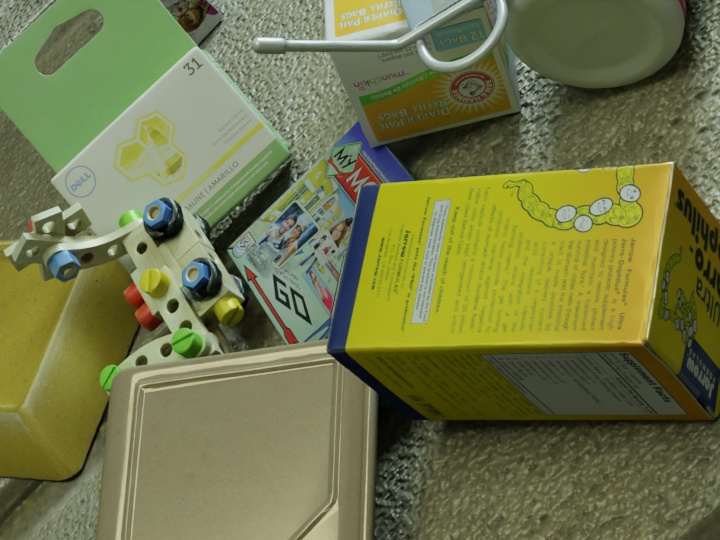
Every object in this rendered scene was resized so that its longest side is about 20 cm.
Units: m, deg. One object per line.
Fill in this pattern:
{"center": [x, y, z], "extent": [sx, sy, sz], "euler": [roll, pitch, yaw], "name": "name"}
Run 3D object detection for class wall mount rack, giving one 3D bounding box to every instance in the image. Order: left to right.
{"center": [0.012, -0.200, 1.247], "extent": [0.173, 0.075, 0.201], "euler": [-28, 46, 15], "name": "wall mount rack"}

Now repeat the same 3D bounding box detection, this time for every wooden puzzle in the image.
{"center": [-0.075, 0.137, 1.214], "extent": [0.198, 0.037, 0.186], "euler": [-11, 59, 24], "name": "wooden puzzle"}

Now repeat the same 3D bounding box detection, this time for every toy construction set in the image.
{"center": [-0.149, 0.027, 1.350], "extent": [0.131, 0.092, 0.200], "euler": [-42, 69, 11], "name": "toy construction set"}

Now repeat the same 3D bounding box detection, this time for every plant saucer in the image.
{"center": [-0.255, 0.051, 1.476], "extent": [0.199, 0.048, 0.201], "euler": [-2, 58, 40], "name": "plant saucer"}

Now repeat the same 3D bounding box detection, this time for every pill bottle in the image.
{"center": [0.156, -0.228, 1.281], "extent": [0.115, 0.116, 0.201], "euler": [-14, 51, 33], "name": "pill bottle"}

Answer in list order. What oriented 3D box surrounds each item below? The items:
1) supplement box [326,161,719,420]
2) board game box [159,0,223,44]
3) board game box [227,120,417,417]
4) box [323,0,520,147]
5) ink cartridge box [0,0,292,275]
{"center": [0.099, 0.016, 1.127], "extent": [0.199, 0.109, 0.110], "euler": [-2, 64, 31], "name": "supplement box"}
{"center": [-0.221, -0.283, 1.588], "extent": [0.041, 0.200, 0.200], "euler": [-46, 40, 2], "name": "board game box"}
{"center": [0.000, 0.000, 1.308], "extent": [0.135, 0.029, 0.200], "euler": [-44, 41, 6], "name": "board game box"}
{"center": [0.038, -0.198, 1.352], "extent": [0.112, 0.102, 0.201], "euler": [-12, 50, 12], "name": "box"}
{"center": [-0.165, -0.110, 1.421], "extent": [0.145, 0.200, 0.048], "euler": [-41, 1, 4], "name": "ink cartridge box"}
